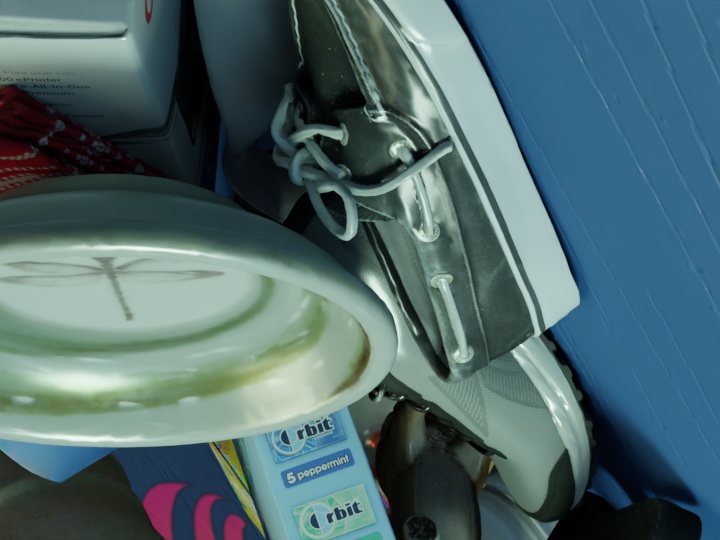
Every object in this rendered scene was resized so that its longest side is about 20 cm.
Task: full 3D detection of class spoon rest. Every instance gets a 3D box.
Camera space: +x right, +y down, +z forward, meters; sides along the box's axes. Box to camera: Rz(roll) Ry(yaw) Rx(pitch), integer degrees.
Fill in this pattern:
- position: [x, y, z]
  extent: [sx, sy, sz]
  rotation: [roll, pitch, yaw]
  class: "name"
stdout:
- position: [-0.036, -0.073, 0.786]
  extent: [0.200, 0.060, 0.100]
  rotation: [64, -159, -55]
  class: "spoon rest"

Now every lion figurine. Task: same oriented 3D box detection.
- position: [0.039, 0.123, 0.926]
  extent: [0.123, 0.072, 0.201]
  rotation: [101, 178, -49]
  class: "lion figurine"

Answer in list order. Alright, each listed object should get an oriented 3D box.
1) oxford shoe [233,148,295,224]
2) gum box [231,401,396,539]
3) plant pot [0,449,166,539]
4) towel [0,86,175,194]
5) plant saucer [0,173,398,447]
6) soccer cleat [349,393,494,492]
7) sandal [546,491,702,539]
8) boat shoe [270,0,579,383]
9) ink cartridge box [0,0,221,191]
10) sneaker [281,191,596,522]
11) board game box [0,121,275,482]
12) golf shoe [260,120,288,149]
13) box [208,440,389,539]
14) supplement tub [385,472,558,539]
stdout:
- position: [0.000, 0.000, 0.946]
  extent: [0.200, 0.072, 0.085]
  rotation: [47, -139, -60]
  class: "oxford shoe"
- position: [-0.008, 0.133, 0.862]
  extent: [0.170, 0.044, 0.201]
  rotation: [103, 147, -76]
  class: "gum box"
- position: [-0.121, 0.195, 0.900]
  extent: [0.183, 0.201, 0.201]
  rotation: [29, 158, 36]
  class: "plant pot"
- position: [-0.122, -0.006, 0.765]
  extent: [0.200, 0.144, 0.023]
  rotation: [30, -129, -51]
  class: "towel"
- position: [-0.086, 0.010, 0.712]
  extent: [0.200, 0.199, 0.050]
  rotation: [74, -166, -66]
  class: "plant saucer"
- position: [0.005, 0.082, 1.107]
  extent: [0.078, 0.069, 0.200]
  rotation: [41, 178, 45]
  class: "soccer cleat"
- position: [0.107, 0.135, 0.846]
  extent: [0.048, 0.076, 0.200]
  rotation: [29, 172, -4]
  class: "sandal"
- position: [0.007, -0.043, 0.683]
  extent: [0.074, 0.068, 0.200]
  rotation: [45, 167, 49]
  class: "boat shoe"
- position: [-0.101, -0.110, 0.747]
  extent: [0.200, 0.083, 0.146]
  rotation: [80, -167, -72]
  class: "ink cartridge box"
- position: [0.031, 0.031, 0.813]
  extent: [0.200, 0.079, 0.074]
  rotation: [58, 169, -32]
  class: "sneaker"
- position: [-0.112, -0.007, 0.910]
  extent: [0.039, 0.200, 0.159]
  rotation: [15, 125, 44]
  class: "board game box"
- position: [-0.052, -0.024, 1.021]
  extent: [0.075, 0.091, 0.200]
  rotation: [45, 169, 43]
  class: "golf shoe"
- position: [0.011, 0.171, 1.322]
  extent: [0.200, 0.122, 0.193]
  rotation: [52, 172, 20]
  class: "box"
- position: [0.015, 0.199, 1.042]
  extent: [0.140, 0.199, 0.141]
  rotation: [45, 148, 39]
  class: "supplement tub"
